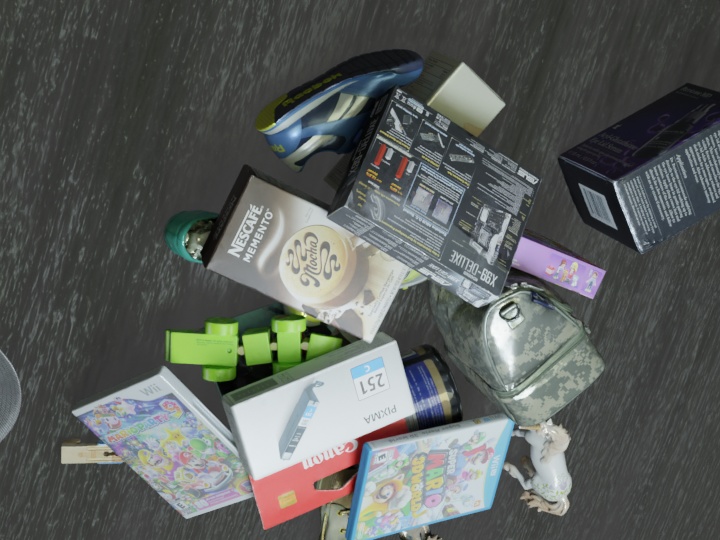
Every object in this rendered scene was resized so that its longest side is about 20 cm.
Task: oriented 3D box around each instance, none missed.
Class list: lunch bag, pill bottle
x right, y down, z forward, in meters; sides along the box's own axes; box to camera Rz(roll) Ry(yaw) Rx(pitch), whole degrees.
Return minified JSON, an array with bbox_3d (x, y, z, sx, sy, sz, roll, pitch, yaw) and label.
[{"bbox_3d":[0.169,0.064,1.516,0.139,0.200,0.168,-40,116,-4],"label":"lunch bag"},{"bbox_3d":[0.011,0.170,1.544,0.200,0.112,0.112,-19,112,-12],"label":"pill bottle"}]

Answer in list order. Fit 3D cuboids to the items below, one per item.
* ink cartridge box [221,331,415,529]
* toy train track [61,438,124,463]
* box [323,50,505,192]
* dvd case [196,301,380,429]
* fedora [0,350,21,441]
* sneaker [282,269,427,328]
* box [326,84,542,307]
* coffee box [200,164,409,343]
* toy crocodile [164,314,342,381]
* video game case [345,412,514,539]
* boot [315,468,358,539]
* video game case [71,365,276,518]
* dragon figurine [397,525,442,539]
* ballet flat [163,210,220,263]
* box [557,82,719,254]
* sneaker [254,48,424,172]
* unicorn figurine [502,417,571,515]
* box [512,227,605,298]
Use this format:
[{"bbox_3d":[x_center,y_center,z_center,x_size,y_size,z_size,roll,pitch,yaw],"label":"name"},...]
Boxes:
[{"bbox_3d":[-0.035,0.184,1.441,0.200,0.045,0.176,-21,111,-16],"label":"ink cartridge box"},{"bbox_3d":[-0.247,0.205,1.514,0.200,0.033,0.115,0,114,-13],"label":"toy train track"},{"bbox_3d":[0.059,-0.145,1.470,0.078,0.095,0.200,40,93,-26],"label":"box"},{"bbox_3d":[-0.072,0.101,1.494,0.200,0.022,0.146,-18,70,-13],"label":"dvd case"},{"bbox_3d":[-0.460,0.125,1.380,0.200,0.090,0.177,-41,114,5],"label":"fedora"},{"bbox_3d":[0.000,0.000,1.492,0.200,0.076,0.075,-26,73,-15],"label":"sneaker"},{"bbox_3d":[0.082,-0.077,1.375,0.200,0.050,0.158,30,65,-17],"label":"box"},{"bbox_3d":[-0.058,-0.018,1.391,0.200,0.080,0.113,24,97,-16],"label":"coffee box"},{"bbox_3d":[-0.120,0.084,1.455,0.200,0.062,0.068,-2,99,0],"label":"toy crocodile"},{"bbox_3d":[0.082,0.242,1.516,0.200,0.018,0.143,-8,125,-29],"label":"video game case"},{"bbox_3d":[-0.003,0.328,1.565,0.072,0.155,0.200,-1,108,-19],"label":"boot"},{"bbox_3d":[-0.208,0.197,1.455,0.143,0.018,0.200,-23,121,32],"label":"video game case"},{"bbox_3d":[0.058,0.297,1.626,0.059,0.099,0.200,-16,126,-6],"label":"dragon figurine"},{"bbox_3d":[-0.120,-0.029,1.458,0.200,0.070,0.067,3,106,-20],"label":"ballet flat"},{"bbox_3d":[0.365,-0.126,1.551,0.200,0.148,0.104,-30,113,-9],"label":"box"},{"bbox_3d":[-0.016,-0.181,1.446,0.200,0.074,0.082,-27,116,-1],"label":"sneaker"},{"bbox_3d":[0.222,0.222,1.615,0.074,0.137,0.200,-37,118,-15],"label":"unicorn figurine"},{"bbox_3d":[0.171,-0.034,1.519,0.200,0.137,0.039,21,99,-23],"label":"box"}]
